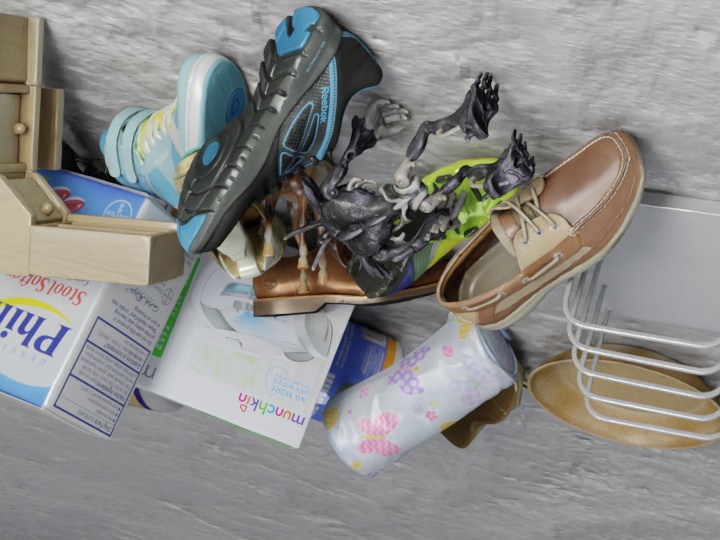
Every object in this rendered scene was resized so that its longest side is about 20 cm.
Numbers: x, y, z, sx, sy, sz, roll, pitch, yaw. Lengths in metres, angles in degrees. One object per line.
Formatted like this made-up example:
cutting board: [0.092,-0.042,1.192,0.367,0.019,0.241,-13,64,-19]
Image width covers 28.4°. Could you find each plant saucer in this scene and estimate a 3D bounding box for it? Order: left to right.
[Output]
plant saucer: [0.267,0.120,1.414,0.200,0.035,0.200,15,155,7]

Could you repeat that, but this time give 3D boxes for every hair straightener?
hair straightener: [-0.264,-0.083,1.352,0.077,0.041,0.200,2,151,32]

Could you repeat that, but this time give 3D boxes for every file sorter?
file sorter: [0.246,0.041,1.161,0.139,0.125,0.200,10,154,19]

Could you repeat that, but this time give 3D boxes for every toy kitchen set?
toy kitchen set: [-0.222,-0.101,1.151,0.180,0.200,0.163,5,-173,13]

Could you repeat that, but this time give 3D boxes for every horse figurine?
horse figurine: [-0.046,-0.057,1.187,0.050,0.133,0.200,-2,166,12]

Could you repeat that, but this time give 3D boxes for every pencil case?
pencil case: [0.057,0.119,1.394,0.200,0.083,0.091,-37,92,17]

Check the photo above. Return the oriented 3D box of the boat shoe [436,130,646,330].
boat shoe: [0.133,-0.027,1.068,0.072,0.076,0.200,10,129,-44]

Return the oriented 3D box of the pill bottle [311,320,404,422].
pill bottle: [-0.065,0.090,1.490,0.200,0.112,0.112,22,155,-9]

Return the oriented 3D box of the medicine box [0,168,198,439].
medicine box: [-0.271,0.021,1.254,0.182,0.200,0.103,17,165,29]

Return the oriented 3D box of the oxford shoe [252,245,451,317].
oxford shoe: [0.000,0.000,1.296,0.200,0.071,0.071,-4,175,-8]

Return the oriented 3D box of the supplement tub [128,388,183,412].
supplement tub: [-0.276,0.070,1.552,0.200,0.146,0.145,8,153,20]

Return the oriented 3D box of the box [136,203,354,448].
box: [-0.124,0.052,1.355,0.200,0.177,0.097,23,174,-8]

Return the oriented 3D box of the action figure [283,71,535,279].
action figure: [0.036,-0.067,1.081,0.200,0.102,0.119,-25,109,35]

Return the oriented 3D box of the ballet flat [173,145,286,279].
ballet flat: [-0.101,-0.030,1.158,0.071,0.071,0.200,11,159,16]

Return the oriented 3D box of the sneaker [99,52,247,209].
sneaker: [-0.163,-0.116,1.176,0.130,0.080,0.200,23,146,14]

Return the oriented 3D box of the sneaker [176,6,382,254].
sneaker: [-0.059,-0.089,1.036,0.082,0.200,0.073,30,-170,-34]

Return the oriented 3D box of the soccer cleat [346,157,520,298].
soccer cleat: [0.065,-0.044,1.195,0.065,0.084,0.200,53,133,1]

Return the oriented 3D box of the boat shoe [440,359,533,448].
boat shoe: [0.131,0.126,1.504,0.073,0.063,0.200,48,153,6]
